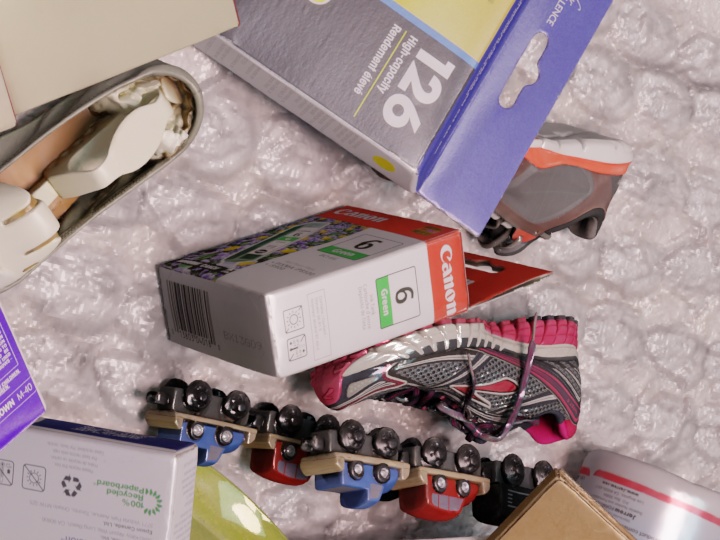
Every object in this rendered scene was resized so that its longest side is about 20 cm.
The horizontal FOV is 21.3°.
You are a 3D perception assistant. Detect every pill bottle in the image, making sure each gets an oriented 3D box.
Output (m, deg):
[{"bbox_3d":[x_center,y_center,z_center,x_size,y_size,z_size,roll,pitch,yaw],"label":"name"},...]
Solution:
[{"bbox_3d":[0.164,0.226,1.239,0.108,0.108,0.202,25,83,-37],"label":"pill bottle"}]

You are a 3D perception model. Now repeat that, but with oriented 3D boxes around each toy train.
[{"bbox_3d":[0.042,0.123,1.117,0.199,0.034,0.046,16,70,-41],"label":"toy train"},{"bbox_3d":[-0.042,0.101,1.102,0.199,0.034,0.046,19,78,-39],"label":"toy train"}]

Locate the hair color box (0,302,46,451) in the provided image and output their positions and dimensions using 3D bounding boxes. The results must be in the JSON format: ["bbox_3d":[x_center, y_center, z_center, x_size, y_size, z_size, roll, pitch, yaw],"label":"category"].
[{"bbox_3d":[-0.219,-0.010,0.827,0.065,0.109,0.201,-42,135,-31],"label":"hair color box"}]

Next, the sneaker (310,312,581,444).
[{"bbox_3d":[0.060,0.067,1.137,0.198,0.080,0.076,0,79,-37],"label":"sneaker"}]

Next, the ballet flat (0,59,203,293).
[{"bbox_3d":[-0.159,-0.042,0.969,0.200,0.063,0.068,-43,121,-23],"label":"ballet flat"}]

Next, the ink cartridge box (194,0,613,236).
[{"bbox_3d":[0.037,-0.156,1.064,0.199,0.047,0.199,32,76,-8],"label":"ink cartridge box"}]

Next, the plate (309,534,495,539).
[{"bbox_3d":[0.049,0.249,1.145,0.197,0.032,0.202,-3,103,6],"label":"plate"}]

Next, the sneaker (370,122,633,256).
[{"bbox_3d":[0.086,-0.046,1.153,0.198,0.077,0.083,1,105,-36],"label":"sneaker"}]

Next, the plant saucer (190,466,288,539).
[{"bbox_3d":[-0.075,0.177,1.016,0.031,0.201,0.200,-40,127,14],"label":"plant saucer"}]

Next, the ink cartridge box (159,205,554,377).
[{"bbox_3d":[0.000,0.000,1.071,0.199,0.109,0.051,-19,110,-34],"label":"ink cartridge box"}]

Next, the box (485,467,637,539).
[{"bbox_3d":[0.105,0.239,1.110,0.163,0.021,0.200,42,102,-4],"label":"box"}]

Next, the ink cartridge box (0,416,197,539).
[{"bbox_3d":[-0.182,0.167,0.921,0.041,0.198,0.202,-8,106,-75],"label":"ink cartridge box"}]

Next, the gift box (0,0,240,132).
[{"bbox_3d":[-0.178,-0.144,0.861,0.186,0.184,0.202,-25,107,-33],"label":"gift box"}]
